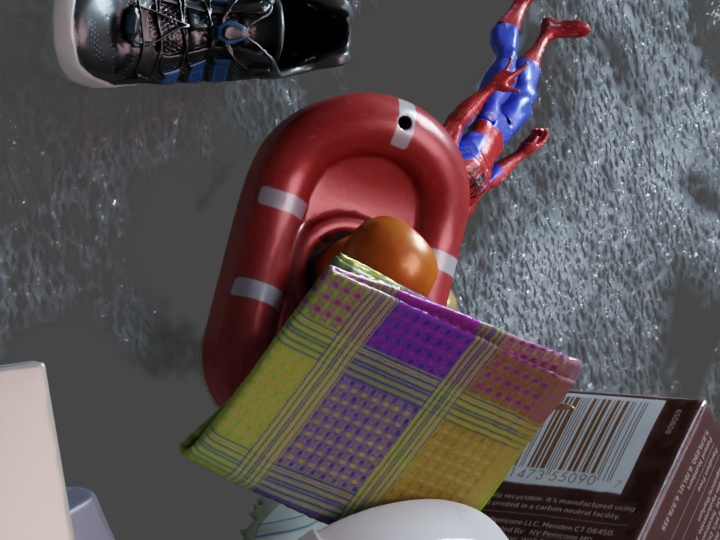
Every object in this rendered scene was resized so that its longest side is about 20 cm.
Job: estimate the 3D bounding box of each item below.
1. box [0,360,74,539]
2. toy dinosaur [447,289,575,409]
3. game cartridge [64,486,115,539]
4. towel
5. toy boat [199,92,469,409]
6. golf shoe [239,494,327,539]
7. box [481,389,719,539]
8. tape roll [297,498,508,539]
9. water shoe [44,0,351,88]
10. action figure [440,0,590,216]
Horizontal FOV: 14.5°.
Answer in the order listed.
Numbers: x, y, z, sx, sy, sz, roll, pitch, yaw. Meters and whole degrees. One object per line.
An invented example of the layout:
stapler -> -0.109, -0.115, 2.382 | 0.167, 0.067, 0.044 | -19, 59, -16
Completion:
box -> -0.176, 0.147, 1.302 | 0.082, 0.068, 0.200 | -6, 85, -29
toy dinosaur -> 0.039, 0.028, 1.617 | 0.060, 0.106, 0.200 | -13, 63, -27
game cartridge -> -0.176, 0.205, 1.393 | 0.200, 0.040, 0.133 | -50, 128, -41
towel -> 0.015, 0.076, 1.493 | 0.200, 0.023, 0.144 | 23, 111, -39
toy boat -> 0.000, 0.000, 1.520 | 0.130, 0.131, 0.200 | 19, 74, -21
golf shoe -> 0.001, 0.143, 1.589 | 0.200, 0.097, 0.078 | -57, 137, -33
box -> 0.145, 0.196, 1.738 | 0.164, 0.166, 0.200 | -60, 137, -34
tape roll -> 0.005, 0.210, 1.550 | 0.203, 0.037, 0.203 | -19, 137, -19
water shoe -> -0.079, -0.132, 1.464 | 0.200, 0.079, 0.072 | -10, 100, -54
action figure -> 0.084, -0.096, 1.733 | 0.200, 0.052, 0.065 | -59, 141, -30
